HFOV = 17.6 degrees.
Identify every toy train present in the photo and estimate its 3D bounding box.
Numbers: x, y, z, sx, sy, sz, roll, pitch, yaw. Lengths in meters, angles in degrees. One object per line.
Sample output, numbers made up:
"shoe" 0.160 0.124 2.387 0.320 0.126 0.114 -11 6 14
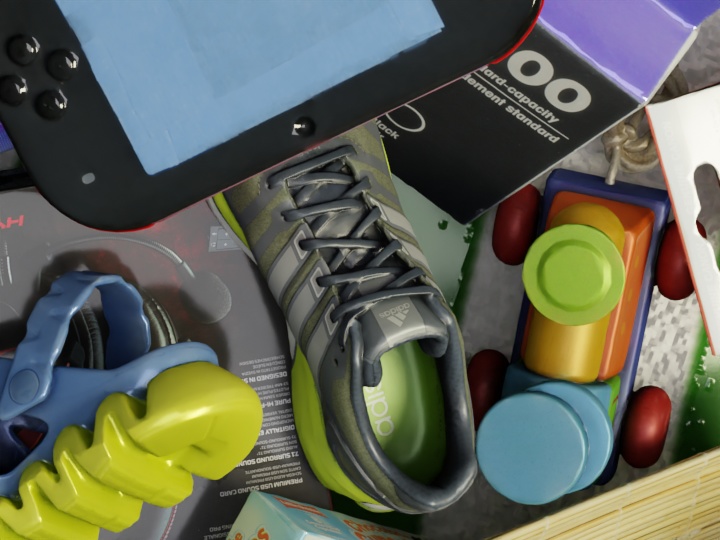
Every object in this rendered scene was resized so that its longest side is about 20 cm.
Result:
"toy train" 0.088 -0.010 0.895 0.084 0.116 0.201 12 99 10

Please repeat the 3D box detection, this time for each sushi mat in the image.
"sushi mat" 0.093 0.116 0.909 0.200 0.012 0.096 -17 136 -34

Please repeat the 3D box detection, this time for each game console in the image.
"game console" -0.053 -0.121 0.776 0.200 0.031 0.177 -24 103 18

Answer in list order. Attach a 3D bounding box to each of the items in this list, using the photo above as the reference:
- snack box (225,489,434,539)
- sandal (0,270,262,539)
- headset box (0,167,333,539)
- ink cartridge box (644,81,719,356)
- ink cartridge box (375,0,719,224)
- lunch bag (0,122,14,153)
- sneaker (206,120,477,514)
"snack box" 0.008 0.161 0.909 0.200 0.037 0.116 22 99 -46
"sandal" -0.132 0.069 0.846 0.200 0.079 0.087 -30 64 8
"headset box" -0.091 0.056 0.916 0.148 0.075 0.201 -8 100 -6
"ink cartridge box" 0.210 -0.049 0.932 0.200 0.050 0.109 -19 101 -10
"ink cartridge box" 0.014 -0.115 0.845 0.198 0.200 0.043 36 59 -10
"lunch bag" -0.213 -0.102 0.880 0.200 0.094 0.151 -19 104 16
"sneaker" 0.000 0.000 0.845 0.074 0.081 0.200 -27 105 -17
